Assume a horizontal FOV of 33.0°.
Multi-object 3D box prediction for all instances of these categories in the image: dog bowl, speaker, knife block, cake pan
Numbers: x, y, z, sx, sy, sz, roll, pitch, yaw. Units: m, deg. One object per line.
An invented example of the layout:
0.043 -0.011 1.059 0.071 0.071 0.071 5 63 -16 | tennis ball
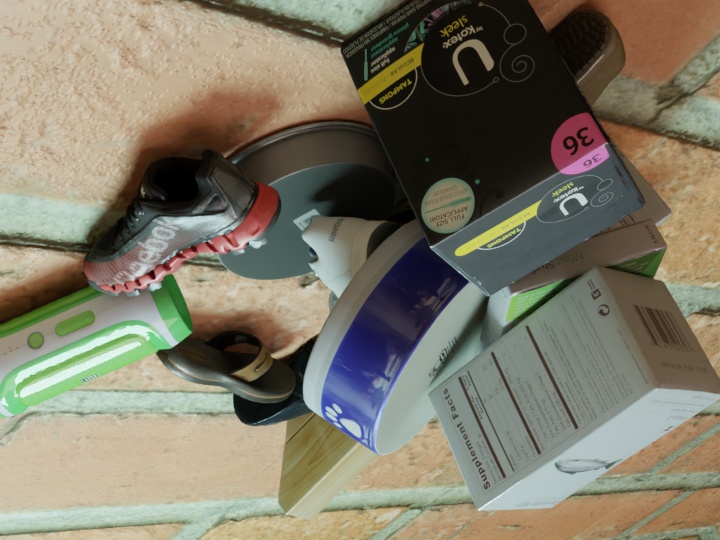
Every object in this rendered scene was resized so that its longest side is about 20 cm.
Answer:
0.041 0.058 1.059 0.200 0.079 0.200 -47 157 -26 | dog bowl
-0.258 0.063 1.107 0.199 0.089 0.089 -24 152 0 | speaker
-0.001 0.194 1.440 0.175 0.201 0.064 -3 161 27 | knife block
-0.053 -0.056 1.107 0.199 0.037 0.201 -18 151 -10 | cake pan

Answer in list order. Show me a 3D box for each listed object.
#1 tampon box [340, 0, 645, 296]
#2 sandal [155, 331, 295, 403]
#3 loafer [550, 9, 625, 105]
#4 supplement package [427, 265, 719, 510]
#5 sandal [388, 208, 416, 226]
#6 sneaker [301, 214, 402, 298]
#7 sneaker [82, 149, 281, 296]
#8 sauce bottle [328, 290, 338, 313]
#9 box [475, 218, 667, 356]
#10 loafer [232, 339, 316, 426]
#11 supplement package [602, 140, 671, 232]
0.102 -0.113 0.953 0.150 0.201 0.126 -32 151 14 | tampon box
-0.133 0.089 1.277 0.200 0.082 0.055 24 105 -46 | sandal
0.161 -0.141 1.082 0.067 0.076 0.200 18 132 -43 | loafer
0.178 0.104 1.024 0.117 0.118 0.200 9 139 -47 | supplement package
0.051 -0.043 1.186 0.200 0.045 0.075 -38 -175 37 | sandal
0.000 0.000 1.127 0.075 0.087 0.200 -63 162 -23 | sneaker
-0.167 -0.043 1.012 0.200 0.071 0.098 -21 131 29 | sneaker
0.062 0.026 1.308 0.199 0.066 0.066 -5 147 -28 | sauce bottle
0.179 0.038 1.074 0.144 0.036 0.200 -16 152 -12 | box
-0.047 0.123 1.395 0.199 0.073 0.072 -20 162 14 | loafer
0.193 -0.042 1.169 0.114 0.110 0.200 -46 168 36 | supplement package
